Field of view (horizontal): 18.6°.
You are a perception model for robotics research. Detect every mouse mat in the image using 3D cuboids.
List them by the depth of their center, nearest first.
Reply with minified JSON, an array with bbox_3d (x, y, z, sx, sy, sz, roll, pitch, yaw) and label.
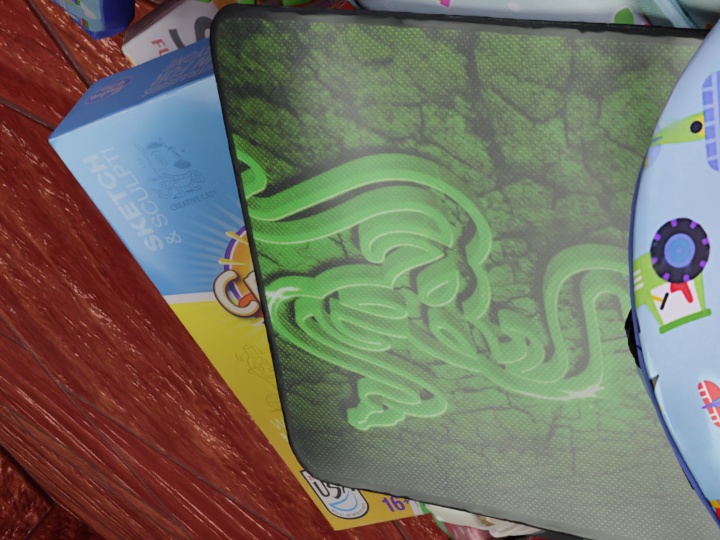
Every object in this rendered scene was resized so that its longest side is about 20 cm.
[{"bbox_3d":[0.044,0.005,0.622,0.199,0.008,0.162,9,119,38],"label":"mouse mat"}]

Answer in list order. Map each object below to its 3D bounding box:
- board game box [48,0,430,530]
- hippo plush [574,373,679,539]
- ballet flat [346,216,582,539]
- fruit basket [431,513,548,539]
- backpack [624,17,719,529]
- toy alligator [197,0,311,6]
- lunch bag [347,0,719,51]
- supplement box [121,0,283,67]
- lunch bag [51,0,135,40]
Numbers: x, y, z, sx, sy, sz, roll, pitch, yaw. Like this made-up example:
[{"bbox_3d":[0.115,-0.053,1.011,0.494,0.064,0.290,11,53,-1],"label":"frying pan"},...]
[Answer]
[{"bbox_3d":[0.000,0.000,0.805,0.152,0.040,0.201,-17,118,39],"label":"board game box"},{"bbox_3d":[0.128,0.011,0.709,0.158,0.201,0.161,10,-153,-25],"label":"hippo plush"},{"bbox_3d":[0.036,0.040,0.723,0.073,0.073,0.201,28,149,38],"label":"ballet flat"},{"bbox_3d":[0.086,0.077,0.952,0.094,0.199,0.185,55,165,2],"label":"fruit basket"},{"bbox_3d":[0.159,-0.011,0.494,0.134,0.200,0.183,4,135,49],"label":"backpack"},{"bbox_3d":[-0.079,-0.123,0.737,0.198,0.055,0.059,12,175,-2],"label":"toy alligator"},{"bbox_3d":[0.055,-0.107,0.583,0.160,0.078,0.200,7,155,44],"label":"lunch bag"},{"bbox_3d":[-0.040,-0.070,0.947,0.126,0.073,0.200,55,180,-9],"label":"supplement box"},{"bbox_3d":[-0.154,-0.192,0.934,0.200,0.094,0.151,47,166,12],"label":"lunch bag"}]
